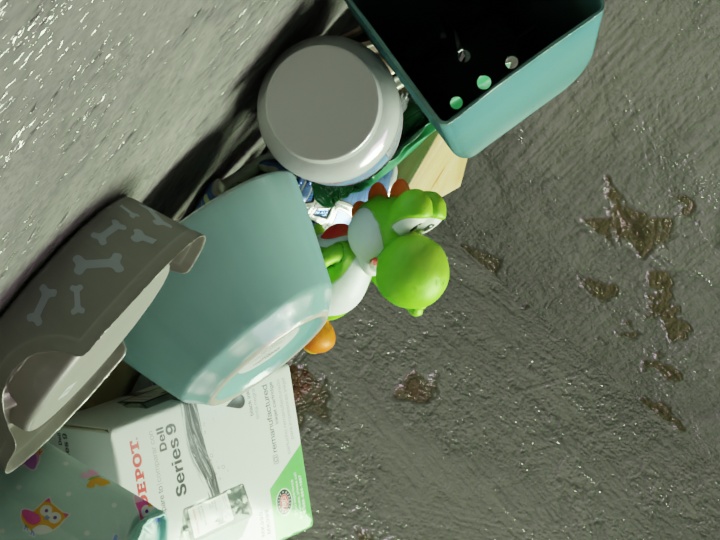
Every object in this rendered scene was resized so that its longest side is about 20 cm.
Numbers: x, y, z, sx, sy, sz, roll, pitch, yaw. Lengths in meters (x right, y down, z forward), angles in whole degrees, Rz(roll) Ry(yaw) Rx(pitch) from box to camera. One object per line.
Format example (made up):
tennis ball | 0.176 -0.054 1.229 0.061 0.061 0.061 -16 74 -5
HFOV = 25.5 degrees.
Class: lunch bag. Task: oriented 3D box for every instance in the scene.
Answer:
lunch bag | -0.233 0.223 1.155 0.122 0.169 0.201 -49 157 -39

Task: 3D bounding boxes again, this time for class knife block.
knife block | 0.066 -0.155 1.487 0.200 0.064 0.177 -31 138 -55

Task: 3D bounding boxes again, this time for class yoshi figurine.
yoshi figurine | 0.000 0.012 1.323 0.200 0.112 0.113 -37 -168 36

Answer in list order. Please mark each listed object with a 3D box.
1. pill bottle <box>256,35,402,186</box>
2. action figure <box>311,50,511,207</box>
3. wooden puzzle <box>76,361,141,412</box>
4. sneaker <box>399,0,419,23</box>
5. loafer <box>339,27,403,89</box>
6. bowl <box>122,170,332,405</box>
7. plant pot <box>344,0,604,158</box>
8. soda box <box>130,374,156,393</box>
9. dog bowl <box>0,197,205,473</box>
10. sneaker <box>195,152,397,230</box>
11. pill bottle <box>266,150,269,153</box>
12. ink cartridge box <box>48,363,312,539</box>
pill bottle | -0.022 -0.120 1.214 0.109 0.109 0.200 -50 179 4
action figure | 0.029 -0.121 1.368 0.200 0.055 0.118 -45 -166 -26
wooden puzzle | -0.213 0.091 1.360 0.185 0.037 0.202 -49 157 -59
sneaker | 0.053 -0.253 1.291 0.115 0.076 0.200 -42 173 8
loafer | 0.050 -0.210 1.358 0.199 0.063 0.072 -37 -154 -17
bowl | -0.099 0.028 1.214 0.200 0.105 0.201 -36 169 -8
plant pot | 0.085 -0.173 1.193 0.141 0.142 0.200 -36 166 -1
soda box | -0.169 0.131 1.384 0.070 0.063 0.201 88 25 -63
dog bowl | -0.186 0.037 1.040 0.200 0.059 0.200 -50 179 -2
sneaker | -0.052 -0.066 1.386 0.199 0.076 0.077 -22 152 -22
pill bottle | -0.002 -0.136 1.584 0.200 0.110 0.111 -50 179 -30
ink cartridge box | -0.142 0.168 1.287 0.084 0.148 0.199 0 -168 42
